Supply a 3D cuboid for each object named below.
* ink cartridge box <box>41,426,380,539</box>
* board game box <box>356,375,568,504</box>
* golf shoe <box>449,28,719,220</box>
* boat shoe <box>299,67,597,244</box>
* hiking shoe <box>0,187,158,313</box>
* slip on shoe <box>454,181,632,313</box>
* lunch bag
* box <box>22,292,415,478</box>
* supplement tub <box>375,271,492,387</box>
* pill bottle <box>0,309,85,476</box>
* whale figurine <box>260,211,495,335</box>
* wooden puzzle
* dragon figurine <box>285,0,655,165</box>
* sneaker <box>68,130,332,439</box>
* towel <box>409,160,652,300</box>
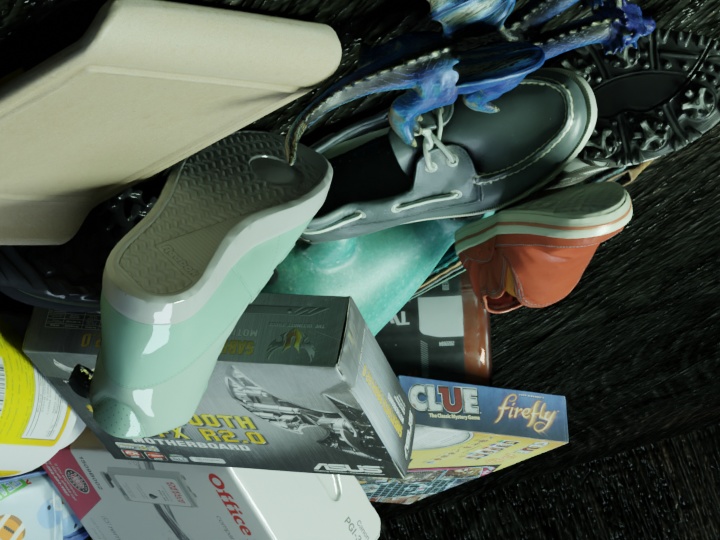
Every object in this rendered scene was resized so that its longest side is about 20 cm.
[{"bbox_3d":[-0.106,0.146,1.631,0.200,0.147,0.083,0,-140,44],"label":"ink cartridge box"},{"bbox_3d":[0.030,0.119,1.647,0.135,0.035,0.200,9,159,-31],"label":"board game box"},{"bbox_3d":[0.132,-0.092,1.390,0.200,0.078,0.094,-17,-178,27],"label":"golf shoe"},{"bbox_3d":[0.036,-0.062,1.348,0.200,0.073,0.062,-18,174,23],"label":"boat shoe"},{"bbox_3d":[-0.140,-0.002,1.331,0.200,0.076,0.101,-7,161,-48],"label":"hiking shoe"},{"bbox_3d":[0.108,-0.012,1.384,0.074,0.061,0.200,-15,177,-18],"label":"slip on shoe"},{"bbox_3d":[-0.293,0.156,1.714,0.200,0.076,0.160,-10,-159,-33],"label":"lunch bag"},{"bbox_3d":[-0.081,0.068,1.446,0.199,0.048,0.158,2,153,18],"label":"box"},{"bbox_3d":[-0.011,0.049,1.652,0.199,0.107,0.107,-3,168,-1],"label":"supplement tub"},{"bbox_3d":[-0.237,0.073,1.461,0.104,0.105,0.200,-22,168,15],"label":"pill bottle"},{"bbox_3d":[0.000,0.000,1.499,0.200,0.104,0.159,-22,168,2],"label":"whale figurine"},{"bbox_3d":[-0.132,-0.072,1.138,0.200,0.037,0.185,-31,164,30],"label":"wooden puzzle"},{"bbox_3d":[0.051,-0.109,1.175,0.200,0.059,0.099,-15,167,-34],"label":"dragon figurine"},{"bbox_3d":[-0.085,0.008,1.265,0.200,0.074,0.118,-46,159,-51],"label":"sneaker"},{"bbox_3d":[0.118,-0.048,1.571,0.200,0.022,0.147,-29,-173,33],"label":"towel"}]
